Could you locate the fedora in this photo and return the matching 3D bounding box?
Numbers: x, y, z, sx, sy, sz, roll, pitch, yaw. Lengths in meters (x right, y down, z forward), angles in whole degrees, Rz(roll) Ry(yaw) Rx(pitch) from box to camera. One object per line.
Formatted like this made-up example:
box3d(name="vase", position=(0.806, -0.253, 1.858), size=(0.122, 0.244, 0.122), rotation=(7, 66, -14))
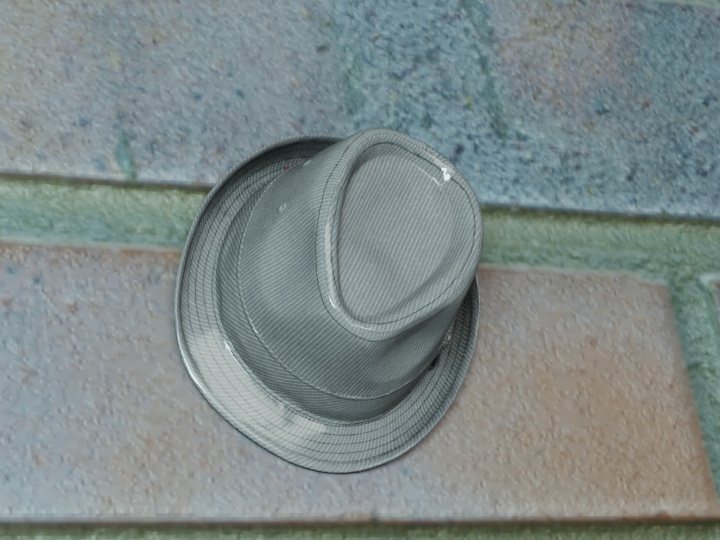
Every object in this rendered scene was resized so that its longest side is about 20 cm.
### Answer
box3d(name="fedora", position=(0.000, 0.000, 1.377), size=(0.177, 0.090, 0.200), rotation=(40, 52, -6))
